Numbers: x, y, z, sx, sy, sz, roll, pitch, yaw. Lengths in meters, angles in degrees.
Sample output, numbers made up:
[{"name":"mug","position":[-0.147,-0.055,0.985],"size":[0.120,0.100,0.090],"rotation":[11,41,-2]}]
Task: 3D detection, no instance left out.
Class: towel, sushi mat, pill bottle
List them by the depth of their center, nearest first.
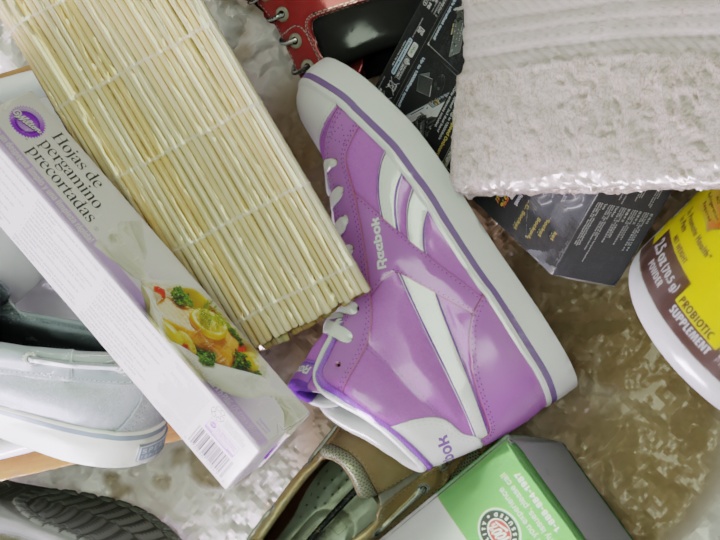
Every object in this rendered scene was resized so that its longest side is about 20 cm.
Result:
[{"name":"towel","position":[0.115,-0.097,1.184],"size":[0.200,0.034,0.133],"rotation":[-1,83,45]},{"name":"pill bottle","position":[0.219,-0.028,1.209],"size":[0.200,0.109,0.109],"rotation":[-46,72,24]},{"name":"sushi mat","position":[-0.081,-0.055,1.246],"size":[0.096,0.012,0.200],"rotation":[-29,94,24]}]

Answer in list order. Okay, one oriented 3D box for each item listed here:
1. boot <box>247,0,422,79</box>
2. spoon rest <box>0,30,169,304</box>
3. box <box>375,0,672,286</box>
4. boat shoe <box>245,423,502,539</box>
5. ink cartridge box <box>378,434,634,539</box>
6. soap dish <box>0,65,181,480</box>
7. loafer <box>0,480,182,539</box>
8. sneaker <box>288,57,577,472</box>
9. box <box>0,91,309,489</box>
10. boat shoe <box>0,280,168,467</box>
[{"name":"boot","position":[-0.061,-0.142,1.363],"size":[0.200,0.072,0.145],"rotation":[-8,84,16]},{"name":"spoon rest","position":[-0.152,-0.056,1.317],"size":[0.200,0.061,0.099],"rotation":[-38,72,27]},{"name":"box","position":[0.104,-0.119,1.259],"size":[0.158,0.050,0.200],"rotation":[45,115,41]},{"name":"boat shoe","position":[0.010,0.093,1.312],"size":[0.072,0.076,0.200],"rotation":[39,98,20]},{"name":"ink cartridge box","position":[0.047,0.194,1.285],"size":[0.200,0.084,0.146],"rotation":[-40,73,14]},{"name":"soap dish","position":[-0.137,-0.005,1.372],"size":[0.157,0.081,0.200],"rotation":[-14,81,19]},{"name":"loafer","position":[-0.171,0.145,1.384],"size":[0.200,0.075,0.070],"rotation":[15,102,25]},{"name":"sneaker","position":[0.000,0.000,1.276],"size":[0.114,0.073,0.201],"rotation":[-31,70,-6]},{"name":"box","position":[-0.105,0.008,1.245],"size":[0.200,0.039,0.041],"rotation":[48,136,8]},{"name":"boat shoe","position":[-0.181,0.033,1.299],"size":[0.200,0.070,0.072],"rotation":[15,109,14]}]
